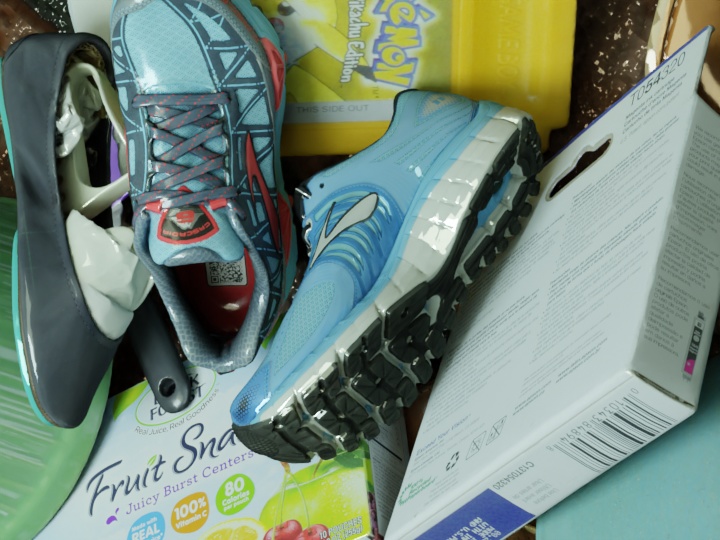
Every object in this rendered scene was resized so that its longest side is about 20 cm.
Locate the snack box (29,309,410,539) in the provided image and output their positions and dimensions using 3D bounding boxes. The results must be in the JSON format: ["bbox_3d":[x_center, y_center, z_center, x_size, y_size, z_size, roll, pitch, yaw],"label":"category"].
[{"bbox_3d":[-0.070,0.112,1.319,0.199,0.053,0.143,-26,49,24],"label":"snack box"}]

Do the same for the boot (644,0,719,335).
[{"bbox_3d":[0.211,-0.064,1.242,0.154,0.077,0.201,1,86,21],"label":"boot"}]

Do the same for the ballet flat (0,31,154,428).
[{"bbox_3d":[-0.133,-0.026,1.300,0.073,0.073,0.201,-16,67,20],"label":"ballet flat"}]

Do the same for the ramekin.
[{"bbox_3d":[-0.229,0.048,1.364,0.199,0.098,0.201,-14,66,35],"label":"ramekin"}]

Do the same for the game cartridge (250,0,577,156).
[{"bbox_3d":[0.002,-0.127,1.264,0.199,0.033,0.177,0,131,0],"label":"game cartridge"}]

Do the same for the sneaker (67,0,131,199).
[{"bbox_3d":[-0.096,-0.082,1.367,0.073,0.071,0.201,-33,76,17],"label":"sneaker"}]

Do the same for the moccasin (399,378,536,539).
[{"bbox_3d":[0.067,0.144,1.285,0.073,0.078,0.202,-24,74,21],"label":"moccasin"}]

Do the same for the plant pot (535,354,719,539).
[{"bbox_3d":[0.186,0.120,1.189,0.187,0.200,0.201,-10,83,35],"label":"plant pot"}]

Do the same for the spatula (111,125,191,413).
[{"bbox_3d":[-0.121,-0.007,1.374,0.056,0.021,0.201,-35,51,16],"label":"spatula"}]

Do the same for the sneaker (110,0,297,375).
[{"bbox_3d":[-0.068,-0.042,1.242,0.079,0.096,0.201,-8,120,9],"label":"sneaker"}]

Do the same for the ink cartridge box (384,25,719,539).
[{"bbox_3d":[0.097,0.017,1.212,0.043,0.201,0.196,31,141,-14],"label":"ink cartridge box"}]

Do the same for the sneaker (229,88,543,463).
[{"bbox_3d":[0.000,0.000,1.254,0.090,0.078,0.200,27,71,28],"label":"sneaker"}]
